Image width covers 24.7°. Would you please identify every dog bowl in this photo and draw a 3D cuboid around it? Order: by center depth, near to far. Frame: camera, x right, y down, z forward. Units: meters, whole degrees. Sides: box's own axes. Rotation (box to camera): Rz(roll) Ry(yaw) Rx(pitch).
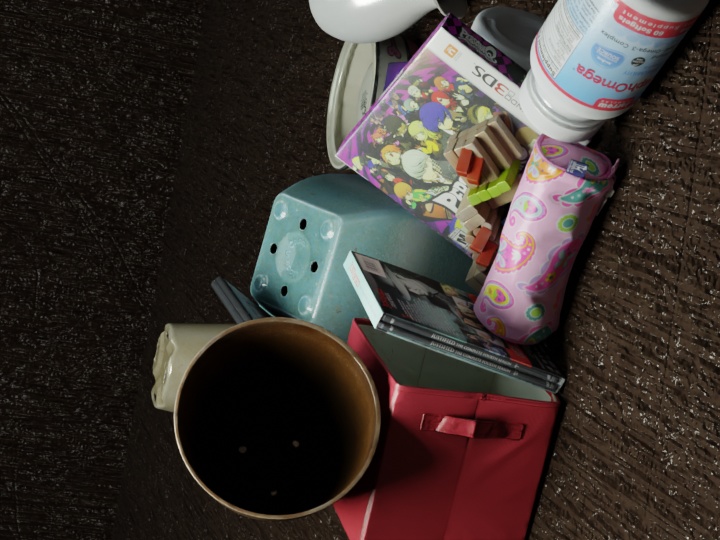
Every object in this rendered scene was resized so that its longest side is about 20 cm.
[{"bbox_3d":[0.020,-0.225,2.151,0.200,0.074,0.200,-171,90,-72],"label":"dog bowl"}]

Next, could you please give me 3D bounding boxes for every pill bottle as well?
[{"bbox_3d":[0.216,-0.204,1.442,0.200,0.109,0.109,120,153,-51],"label":"pill bottle"},{"bbox_3d":[0.136,-0.156,1.671,0.112,0.111,0.200,-103,27,-50],"label":"pill bottle"}]

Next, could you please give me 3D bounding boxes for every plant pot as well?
[{"bbox_3d":[-0.082,0.163,1.574,0.200,0.187,0.187,103,171,-71],"label":"plant pot"},{"bbox_3d":[0.000,0.000,1.757,0.196,0.200,0.196,23,100,48],"label":"plant pot"},{"bbox_3d":[-0.222,0.158,2.552,0.200,0.183,0.201,-171,90,-73],"label":"plant pot"}]

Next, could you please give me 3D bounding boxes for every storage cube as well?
[{"bbox_3d":[0.073,0.167,1.615,0.200,0.171,0.180,-128,48,-66],"label":"storage cube"}]

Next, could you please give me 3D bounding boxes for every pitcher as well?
[{"bbox_3d":[0.044,-0.367,2.019,0.200,0.121,0.172,-7,53,39],"label":"pitcher"}]

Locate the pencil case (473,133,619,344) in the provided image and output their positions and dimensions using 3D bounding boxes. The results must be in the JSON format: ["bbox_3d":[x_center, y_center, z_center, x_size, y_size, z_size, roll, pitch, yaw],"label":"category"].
[{"bbox_3d":[0.174,-0.029,1.541,0.087,0.087,0.200,-109,33,-57],"label":"pencil case"}]

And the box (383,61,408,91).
[{"bbox_3d":[0.083,-0.170,1.915,0.200,0.079,0.141,-161,78,-73],"label":"box"}]

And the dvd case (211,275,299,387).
[{"bbox_3d":[-0.066,0.093,1.714,0.018,0.200,0.143,-45,42,5],"label":"dvd case"}]

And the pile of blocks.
[{"bbox_3d":[0.132,-0.049,1.589,0.062,0.082,0.200,-65,-32,-48],"label":"pile of blocks"}]

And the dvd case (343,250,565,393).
[{"bbox_3d":[0.088,0.048,1.575,0.022,0.200,0.146,-62,23,16],"label":"dvd case"}]

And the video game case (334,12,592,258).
[{"bbox_3d":[0.100,-0.127,1.606,0.200,0.181,0.036,-47,9,40],"label":"video game case"}]
